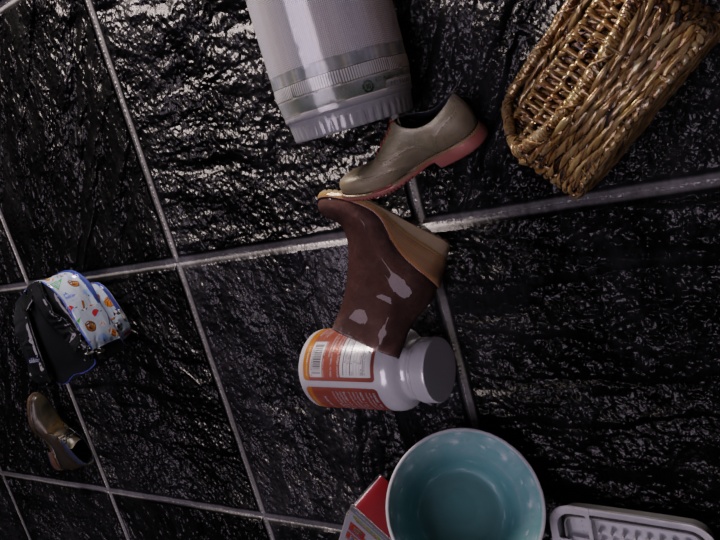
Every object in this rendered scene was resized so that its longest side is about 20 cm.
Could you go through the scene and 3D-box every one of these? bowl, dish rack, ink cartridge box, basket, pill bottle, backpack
[{"bbox_3d":[0.134,0.317,0.962,0.201,0.201,0.105,38,164,17],"label":"bowl"},{"bbox_3d":[0.346,0.366,0.905,0.200,0.044,0.172,-3,107,37],"label":"dish rack"},{"bbox_3d":[0.075,0.402,1.055,0.200,0.084,0.176,37,148,17],"label":"ink cartridge box"},{"bbox_3d":[0.216,-0.189,0.693,0.149,0.143,0.200,43,128,12],"label":"basket"},{"bbox_3d":[0.023,0.134,0.993,0.200,0.112,0.112,-4,107,37],"label":"pill bottle"},{"bbox_3d":[-0.540,0.096,1.360,0.200,0.154,0.191,-27,99,32],"label":"backpack"}]

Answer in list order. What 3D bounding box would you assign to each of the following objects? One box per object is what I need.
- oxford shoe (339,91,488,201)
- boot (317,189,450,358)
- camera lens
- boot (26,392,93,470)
[{"bbox_3d":[0.048,-0.147,0.864,0.200,0.071,0.075,-25,119,27],"label":"oxford shoe"},{"bbox_3d":[0.000,0.000,0.931,0.200,0.072,0.167,27,85,17],"label":"boot"},{"bbox_3d":[-0.034,-0.262,0.830,0.160,0.160,0.200,-8,105,38],"label":"camera lens"},{"bbox_3d":[-0.663,0.357,1.624,0.097,0.075,0.200,-6,113,25],"label":"boot"}]
